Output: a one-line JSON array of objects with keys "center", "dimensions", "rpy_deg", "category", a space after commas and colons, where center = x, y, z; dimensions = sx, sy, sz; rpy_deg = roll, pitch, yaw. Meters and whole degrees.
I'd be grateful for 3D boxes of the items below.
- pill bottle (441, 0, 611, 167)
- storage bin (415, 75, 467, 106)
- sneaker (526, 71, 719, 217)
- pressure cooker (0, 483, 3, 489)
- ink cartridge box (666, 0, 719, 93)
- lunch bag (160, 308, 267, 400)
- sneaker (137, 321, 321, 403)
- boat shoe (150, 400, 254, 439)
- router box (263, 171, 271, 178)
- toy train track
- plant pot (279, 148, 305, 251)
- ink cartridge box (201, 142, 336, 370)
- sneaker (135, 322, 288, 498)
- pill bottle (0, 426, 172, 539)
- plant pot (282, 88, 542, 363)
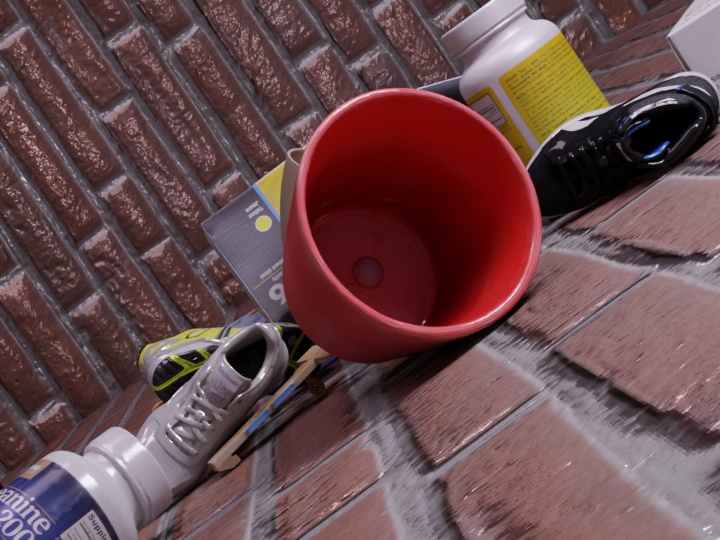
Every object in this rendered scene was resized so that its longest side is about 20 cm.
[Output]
[{"center": [0.166, -0.162, 1.565], "dimensions": [0.112, 0.201, 0.112], "rpy_deg": [-34, 5, 3], "category": "pill bottle"}, {"center": [0.149, -0.135, 1.840], "dimensions": [0.198, 0.147, 0.134], "rpy_deg": [-15, -11, -4], "category": "storage bin"}, {"center": [0.213, -0.104, 1.419], "dimensions": [0.199, 0.073, 0.112], "rpy_deg": [-32, 4, 21], "category": "sneaker"}, {"center": [-0.582, 0.335, 2.223], "dimensions": [0.199, 0.179, 0.176], "rpy_deg": [-36, -26, -5], "category": "pressure cooker"}, {"center": [0.374, -0.236, 1.514], "dimensions": [0.145, 0.088, 0.200], "rpy_deg": [-32, 7, 27], "category": "ink cartridge box"}, {"center": [-0.134, 0.103, 1.901], "dimensions": [0.199, 0.076, 0.160], "rpy_deg": [-33, 7, 40], "category": "lunch bag"}, {"center": [-0.124, 0.079, 1.606], "dimensions": [0.198, 0.076, 0.076], "rpy_deg": [-2, 21, -35], "category": "sneaker"}, {"center": [-0.169, 0.151, 1.672], "dimensions": [0.072, 0.068, 0.200], "rpy_deg": [-37, 5, -26], "category": "boat shoe"}, {"center": [-0.004, -0.063, 1.846], "dimensions": [0.177, 0.050, 0.200], "rpy_deg": [8, -3, 10], "category": "router box"}, {"center": [-0.056, 0.113, 1.484], "dimensions": [0.200, 0.033, 0.115], "rpy_deg": [-45, 7, -16], "category": "toy train track"}, {"center": [0.005, -0.020, 1.590], "dimensions": [0.200, 0.198, 0.136], "rpy_deg": [-53, -18, -76], "category": "plant pot"}, {"center": [-0.033, -0.028, 1.703], "dimensions": [0.197, 0.200, 0.047], "rpy_deg": [-37, -26, -7], "category": "ink cartridge box"}, {"center": [-0.144, 0.122, 1.494], "dimensions": [0.200, 0.075, 0.100], "rpy_deg": [-51, -8, -14], "category": "sneaker"}, {"center": [-0.250, 0.216, 1.325], "dimensions": [0.200, 0.112, 0.111], "rpy_deg": [-38, 5, -30], "category": "pill bottle"}, {"center": [0.024, -0.019, 1.315], "dimensions": [0.200, 0.201, 0.177], "rpy_deg": [-37, -6, -23], "category": "plant pot"}]
